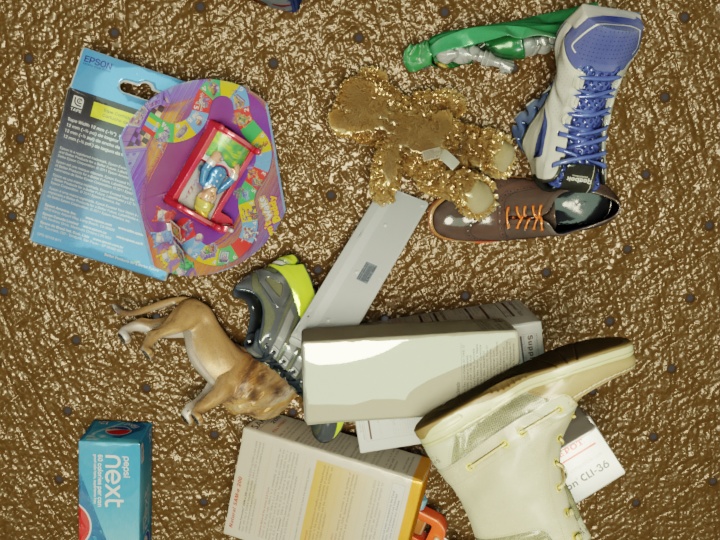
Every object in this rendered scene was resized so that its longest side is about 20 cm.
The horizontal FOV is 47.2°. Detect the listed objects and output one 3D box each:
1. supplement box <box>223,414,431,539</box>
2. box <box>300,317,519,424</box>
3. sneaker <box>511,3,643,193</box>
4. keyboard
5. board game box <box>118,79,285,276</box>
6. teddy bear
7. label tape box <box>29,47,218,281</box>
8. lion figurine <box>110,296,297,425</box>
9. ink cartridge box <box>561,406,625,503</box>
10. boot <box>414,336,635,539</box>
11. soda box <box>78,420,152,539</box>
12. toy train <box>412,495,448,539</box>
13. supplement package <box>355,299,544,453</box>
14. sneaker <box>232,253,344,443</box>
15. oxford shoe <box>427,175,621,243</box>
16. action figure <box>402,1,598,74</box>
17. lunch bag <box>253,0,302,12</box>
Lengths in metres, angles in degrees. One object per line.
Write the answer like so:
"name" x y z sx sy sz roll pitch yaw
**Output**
"supplement box" -0.036 0.243 0.891 0.200 0.074 0.126 15 100 10
"box" 0.045 0.092 0.773 0.200 0.068 0.082 -1 98 -3
"sneaker" 0.210 -0.140 0.774 0.080 0.200 0.115 1 59 -12
"keyboard" 0.000 0.000 0.845 0.056 0.011 0.200 25 71 16
"board game box" -0.142 -0.085 0.812 0.158 0.039 0.200 -22 120 -28
"teddy bear" 0.063 -0.127 0.842 0.200 0.067 0.145 11 85 -2
"label tape box" -0.237 -0.107 0.845 0.143 0.066 0.200 17 97 -6
"lion figurine" -0.161 0.087 0.879 0.122 0.072 0.200 -38 94 -29
"ink cartridge box" 0.193 0.196 0.842 0.116 0.200 0.068 -34 85 5
"boot" 0.167 0.157 0.710 0.200 0.072 0.155 -27 89 6
"soda box" -0.272 0.273 0.917 0.068 0.064 0.200 3 100 -2
"toy train" 0.073 0.351 0.951 0.150 0.056 0.200 19 105 9
"supplement package" 0.088 0.108 0.871 0.200 0.110 0.114 -8 100 0
"sneaker" -0.076 0.087 0.858 0.081 0.074 0.200 -17 82 -30
"oxford shoe" 0.170 -0.065 0.859 0.200 0.073 0.071 -9 102 0
"action figure" 0.141 -0.225 0.823 0.200 0.118 0.055 -5 110 8
"lunch bag" -0.136 -0.313 0.758 0.200 0.160 0.076 24 99 -7
